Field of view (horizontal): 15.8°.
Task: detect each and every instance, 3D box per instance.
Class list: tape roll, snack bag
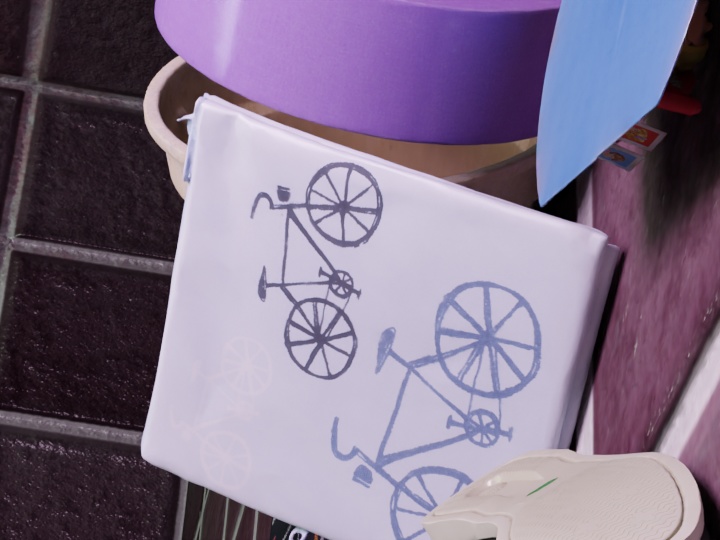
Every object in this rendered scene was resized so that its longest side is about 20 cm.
[{"bbox_3d":[0.011,-0.128,1.165,0.200,0.200,0.066,-93,14,-62],"label":"tape roll"},{"bbox_3d":[0.000,0.038,1.117,0.021,0.200,0.189,-36,-39,-58],"label":"snack bag"}]

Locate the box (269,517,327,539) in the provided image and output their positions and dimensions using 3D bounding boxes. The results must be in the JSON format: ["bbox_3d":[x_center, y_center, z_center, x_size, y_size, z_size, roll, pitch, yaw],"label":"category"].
[{"bbox_3d":[-0.036,0.213,1.754,0.200,0.046,0.159,115,163,-68],"label":"box"}]

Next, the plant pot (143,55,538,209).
[{"bbox_3d":[0.000,0.000,1.240,0.201,0.200,0.184,-94,3,-63],"label":"plant pot"}]

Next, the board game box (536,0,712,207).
[{"bbox_3d":[0.117,-0.109,0.953,0.200,0.039,0.158,134,150,-70],"label":"board game box"}]

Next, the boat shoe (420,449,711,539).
[{"bbox_3d":[0.081,0.105,0.913,0.068,0.072,0.200,63,167,-4],"label":"boat shoe"}]
